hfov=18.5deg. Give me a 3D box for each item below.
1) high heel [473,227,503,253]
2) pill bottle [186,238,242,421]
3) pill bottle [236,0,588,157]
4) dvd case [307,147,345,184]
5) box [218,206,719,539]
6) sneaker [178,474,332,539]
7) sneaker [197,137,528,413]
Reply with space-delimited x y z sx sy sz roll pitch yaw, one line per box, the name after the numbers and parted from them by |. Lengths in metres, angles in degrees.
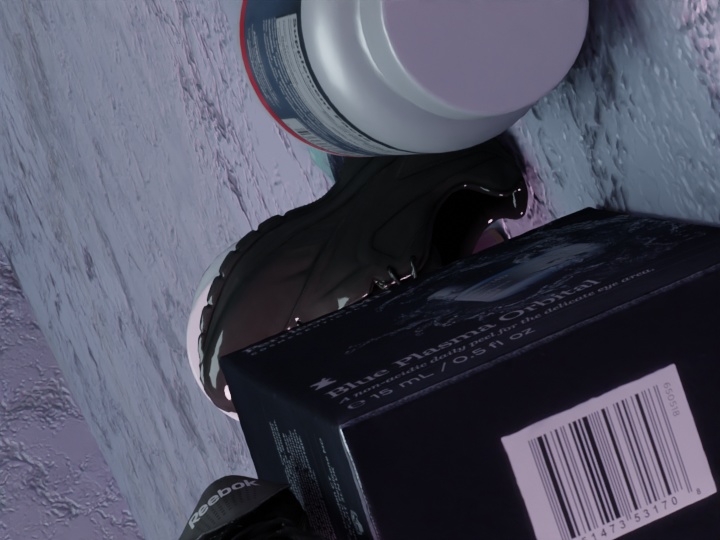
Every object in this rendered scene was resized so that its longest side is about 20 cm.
0.043 0.068 1.221 0.067 0.096 0.200 55 161 39 | high heel
-0.033 0.028 1.273 0.200 0.116 0.117 -31 -81 -80 | pill bottle
0.023 -0.111 0.978 0.120 0.119 0.200 69 165 -8 | pill bottle
-0.015 -0.124 1.297 0.146 0.022 0.200 48 155 53 | dvd case
0.066 0.065 0.927 0.118 0.196 0.200 71 166 -10 | box
-0.039 0.119 0.859 0.091 0.066 0.200 63 167 12 | sneaker
0.000 0.000 1.106 0.091 0.200 0.076 44 -176 36 | sneaker
